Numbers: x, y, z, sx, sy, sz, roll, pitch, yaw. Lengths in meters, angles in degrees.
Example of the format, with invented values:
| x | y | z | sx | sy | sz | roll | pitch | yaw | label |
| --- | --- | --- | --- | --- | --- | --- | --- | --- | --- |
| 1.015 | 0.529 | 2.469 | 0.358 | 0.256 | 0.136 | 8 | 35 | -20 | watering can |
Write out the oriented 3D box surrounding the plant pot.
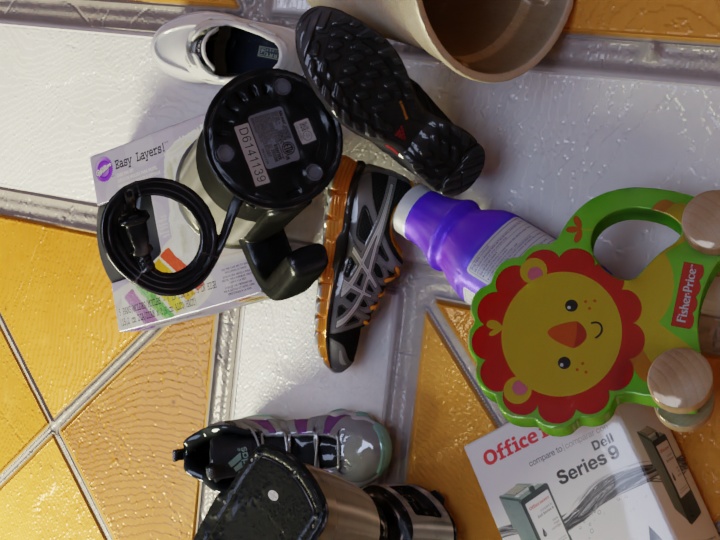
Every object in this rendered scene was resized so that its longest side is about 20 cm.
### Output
| x | y | z | sx | sy | sz | roll | pitch | yaw | label |
| --- | --- | --- | --- | --- | --- | --- | --- | --- | --- |
| 0.049 | -0.263 | 1.212 | 0.183 | 0.199 | 0.202 | 15 | 100 | 46 | plant pot |

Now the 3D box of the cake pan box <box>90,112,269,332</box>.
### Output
| x | y | z | sx | sy | sz | roll | pitch | yaw | label |
| --- | --- | --- | --- | --- | --- | --- | --- | --- | --- |
| -0.172 | -0.047 | 1.444 | 0.199 | 0.052 | 0.186 | -14 | 81 | 34 | cake pan box |

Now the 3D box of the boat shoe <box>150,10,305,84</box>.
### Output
| x | y | z | sx | sy | sz | roll | pitch | yaw | label |
| --- | --- | --- | --- | --- | --- | --- | --- | --- | --- |
| -0.132 | -0.212 | 1.400 | 0.199 | 0.065 | 0.074 | 5 | 94 | 35 | boat shoe |

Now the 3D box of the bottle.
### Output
| x | y | z | sx | sy | sz | roll | pitch | yaw | label |
| --- | --- | --- | --- | --- | --- | --- | --- | --- | --- |
| 0.114 | -0.006 | 1.222 | 0.199 | 0.084 | 0.066 | 32 | 154 | 30 | bottle |

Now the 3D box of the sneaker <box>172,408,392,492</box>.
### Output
| x | y | z | sx | sy | sz | roll | pitch | yaw | label |
| --- | --- | --- | --- | --- | --- | --- | --- | --- | --- |
| -0.081 | 0.170 | 1.329 | 0.199 | 0.139 | 0.078 | -9 | 86 | 35 | sneaker |

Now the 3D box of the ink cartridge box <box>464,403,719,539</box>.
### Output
| x | y | z | sx | sy | sz | roll | pitch | yaw | label |
| --- | --- | --- | --- | --- | --- | --- | --- | --- | --- |
| 0.190 | 0.197 | 1.173 | 0.146 | 0.084 | 0.201 | -33 | 73 | 31 | ink cartridge box |

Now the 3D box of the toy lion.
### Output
| x | y | z | sx | sy | sz | roll | pitch | yaw | label |
| --- | --- | --- | --- | --- | --- | --- | --- | --- | --- |
| 0.181 | 0.030 | 1.119 | 0.190 | 0.069 | 0.201 | 11 | 73 | 18 | toy lion |

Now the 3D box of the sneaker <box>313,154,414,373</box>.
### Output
| x | y | z | sx | sy | sz | roll | pitch | yaw | label |
| --- | --- | --- | --- | --- | --- | --- | --- | --- | --- |
| 0.000 | 0.000 | 1.311 | 0.077 | 0.078 | 0.202 | 6 | 113 | -4 | sneaker |

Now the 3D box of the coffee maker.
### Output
| x | y | z | sx | sy | sz | roll | pitch | yaw | label |
| --- | --- | --- | --- | --- | --- | --- | --- | --- | --- |
| -0.040 | 0.251 | 1.252 | 0.192 | 0.199 | 0.135 | -39 | 52 | 23 | coffee maker |

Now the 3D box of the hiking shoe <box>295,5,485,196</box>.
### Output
| x | y | z | sx | sy | sz | roll | pitch | yaw | label |
| --- | --- | --- | --- | --- | --- | --- | --- | --- | --- |
| 0.012 | -0.139 | 1.224 | 0.076 | 0.200 | 0.101 | -46 | 23 | -3 | hiking shoe |

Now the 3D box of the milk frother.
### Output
| x | y | z | sx | sy | sz | roll | pitch | yaw | label |
| --- | --- | --- | --- | --- | --- | --- | --- | --- | --- |
| -0.130 | -0.061 | 1.266 | 0.188 | 0.198 | 0.182 | 145 | 122 | -72 | milk frother |
